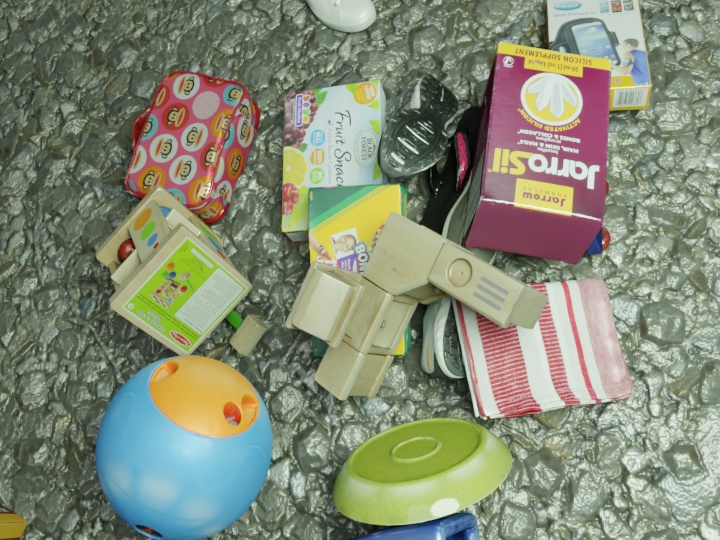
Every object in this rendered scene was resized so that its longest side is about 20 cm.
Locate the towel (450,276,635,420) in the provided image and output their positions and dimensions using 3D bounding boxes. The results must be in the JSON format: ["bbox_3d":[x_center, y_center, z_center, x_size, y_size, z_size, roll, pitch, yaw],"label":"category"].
[{"bbox_3d":[0.207,0.084,0.791,0.194,0.023,0.148,-5,70,-16],"label":"towel"}]

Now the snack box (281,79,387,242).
[{"bbox_3d":[-0.033,-0.147,0.948,0.138,0.053,0.206,-5,73,11],"label":"snack box"}]

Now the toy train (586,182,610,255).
[{"bbox_3d":[0.242,-0.115,0.867,0.113,0.085,0.205,-8,61,29],"label":"toy train"}]

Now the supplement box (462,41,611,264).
[{"bbox_3d":[0.189,-0.127,0.755,0.127,0.104,0.205,9,67,3],"label":"supplement box"}]

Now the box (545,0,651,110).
[{"bbox_3d":[0.297,-0.288,0.893,0.116,0.042,0.204,-1,58,12],"label":"box"}]

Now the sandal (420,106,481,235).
[{"bbox_3d":[0.116,-0.127,0.890,0.074,0.045,0.204,-1,63,56],"label":"sandal"}]

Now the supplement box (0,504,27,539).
[{"bbox_3d":[-0.572,0.370,0.877,0.193,0.133,0.204,20,79,19],"label":"supplement box"}]

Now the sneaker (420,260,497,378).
[{"bbox_3d":[0.111,0.035,0.847,0.073,0.079,0.204,28,61,-21],"label":"sneaker"}]

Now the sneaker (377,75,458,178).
[{"bbox_3d":[0.066,-0.164,0.871,0.073,0.080,0.201,37,41,-5],"label":"sneaker"}]

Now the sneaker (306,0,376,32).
[{"bbox_3d":[-0.060,-0.426,1.026,0.199,0.085,0.073,42,84,20],"label":"sneaker"}]

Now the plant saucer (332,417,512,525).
[{"bbox_3d":[0.061,0.202,0.744,0.194,0.200,0.032,-12,99,10],"label":"plant saucer"}]

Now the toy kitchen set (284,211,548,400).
[{"bbox_3d":[0.046,0.064,0.710,0.179,0.162,0.204,31,99,34],"label":"toy kitchen set"}]

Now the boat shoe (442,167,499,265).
[{"bbox_3d":[0.151,-0.071,0.818,0.071,0.060,0.205,33,65,-21],"label":"boat shoe"}]

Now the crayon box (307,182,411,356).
[{"bbox_3d":[0.000,0.000,0.861,0.115,0.058,0.206,-2,91,12],"label":"crayon box"}]

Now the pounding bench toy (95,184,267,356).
[{"bbox_3d":[-0.221,0.016,0.912,0.124,0.200,0.156,-45,38,1],"label":"pounding bench toy"}]

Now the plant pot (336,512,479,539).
[{"bbox_3d":[0.030,0.361,0.705,0.175,0.200,0.206,-11,71,17],"label":"plant pot"}]

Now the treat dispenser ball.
[{"bbox_3d":[-0.198,0.200,0.801,0.195,0.201,0.207,-4,72,12],"label":"treat dispenser ball"}]

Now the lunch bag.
[{"bbox_3d":[-0.249,-0.178,0.995,0.172,0.082,0.205,15,78,18],"label":"lunch bag"}]
